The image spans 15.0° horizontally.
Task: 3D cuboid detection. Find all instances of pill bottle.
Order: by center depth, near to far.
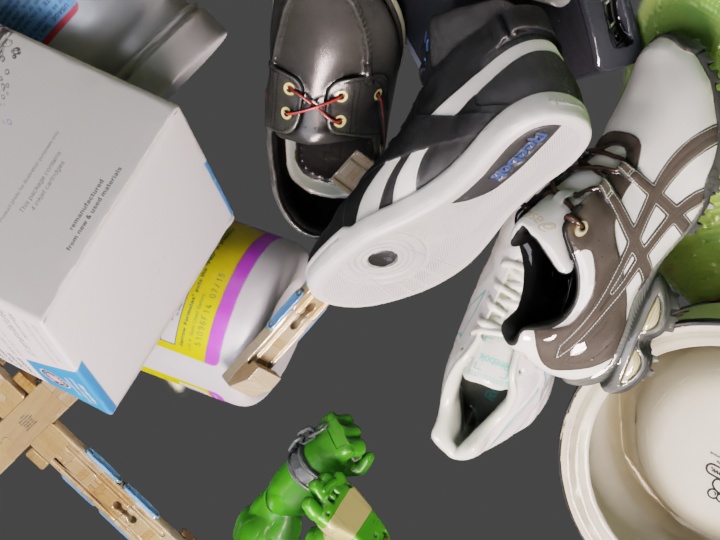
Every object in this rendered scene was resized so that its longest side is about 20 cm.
[{"bbox_3d":[-0.175,-0.178,1.569,0.200,0.109,0.109,45,124,-3],"label":"pill bottle"},{"bbox_3d":[-0.137,0.003,1.645,0.200,0.104,0.104,20,121,14],"label":"pill bottle"}]

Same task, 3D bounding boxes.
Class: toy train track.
[{"bbox_3d":[0.000,0.000,1.558,0.200,0.115,0.033,-47,53,9],"label":"toy train track"},{"bbox_3d":[-0.178,0.119,1.765,0.200,0.033,0.115,44,117,-6],"label":"toy train track"}]

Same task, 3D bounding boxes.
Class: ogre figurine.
[{"bbox_3d":[-0.027,0.203,1.686,0.120,0.098,0.200,-31,83,45],"label":"ogre figurine"}]

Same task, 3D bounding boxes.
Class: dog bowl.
[{"bbox_3d":[0.217,0.103,1.556,0.200,0.074,0.200,10,119,19],"label":"dog bowl"}]

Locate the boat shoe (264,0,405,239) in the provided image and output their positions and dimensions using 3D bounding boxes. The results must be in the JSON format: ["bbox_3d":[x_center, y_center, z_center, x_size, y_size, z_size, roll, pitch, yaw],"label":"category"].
[{"bbox_3d":[-0.016,-0.097,1.521,0.074,0.063,0.201,8,142,6],"label":"boat shoe"}]

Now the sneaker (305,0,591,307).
[{"bbox_3d":[0.042,-0.070,1.485,0.073,0.112,0.200,21,135,-39],"label":"sneaker"}]

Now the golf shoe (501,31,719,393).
[{"bbox_3d":[0.134,-0.036,1.473,0.078,0.094,0.200,13,89,57],"label":"golf shoe"}]

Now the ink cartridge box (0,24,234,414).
[{"bbox_3d":[-0.203,-0.042,1.536,0.200,0.145,0.147,25,164,20],"label":"ink cartridge box"}]

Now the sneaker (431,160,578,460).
[{"bbox_3d":[0.094,0.028,1.570,0.070,0.080,0.200,25,121,13],"label":"sneaker"}]

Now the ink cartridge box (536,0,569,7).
[{"bbox_3d":[0.091,-0.232,1.397,0.116,0.068,0.200,12,108,-13],"label":"ink cartridge box"}]

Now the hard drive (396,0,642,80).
[{"bbox_3d":[0.062,-0.186,1.498,0.135,0.042,0.200,-14,108,29],"label":"hard drive"}]
